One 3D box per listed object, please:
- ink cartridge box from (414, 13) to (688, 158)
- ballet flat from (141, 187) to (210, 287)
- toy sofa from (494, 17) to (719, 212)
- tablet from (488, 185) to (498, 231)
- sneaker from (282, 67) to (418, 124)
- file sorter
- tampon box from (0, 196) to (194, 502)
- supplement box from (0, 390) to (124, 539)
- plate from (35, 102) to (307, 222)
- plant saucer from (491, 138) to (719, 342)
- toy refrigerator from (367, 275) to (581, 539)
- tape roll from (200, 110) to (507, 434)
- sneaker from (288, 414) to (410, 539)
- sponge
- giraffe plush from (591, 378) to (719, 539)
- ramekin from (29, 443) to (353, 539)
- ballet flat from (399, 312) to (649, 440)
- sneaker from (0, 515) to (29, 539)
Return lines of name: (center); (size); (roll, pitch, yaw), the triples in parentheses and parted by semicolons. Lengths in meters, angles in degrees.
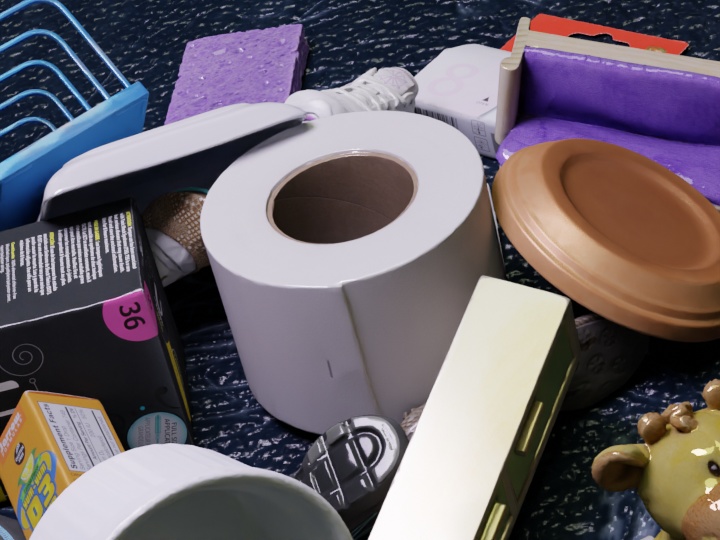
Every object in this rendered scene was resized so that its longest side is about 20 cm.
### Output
ink cartridge box: (0.151, -0.166, 1.721); (0.162, 0.057, 0.200); (18, 52, 36)
ballet flat: (-0.153, -0.010, 1.561); (0.065, 0.070, 0.200); (-56, 12, -24)
toy sofa: (0.203, -0.118, 1.567); (0.200, 0.083, 0.098); (11, 48, 8)
tablet: (0.044, 0.002, 1.566); (0.130, 0.014, 0.200); (-11, 38, 5)
sneaker: (-0.006, -0.125, 1.600); (0.075, 0.200, 0.100); (37, 93, 11)
file sorter: (-0.263, -0.098, 1.622); (0.139, 0.200, 0.123); (-33, 74, -24)
tampon box: (-0.233, 0.063, 1.469); (0.200, 0.150, 0.126); (-15, 35, 0)
supplement box: (-0.175, 0.166, 1.345); (0.069, 0.067, 0.200); (12, 29, -35)
plate: (-0.153, -0.075, 1.542); (0.199, 0.032, 0.200); (-20, -6, -16)
plant saucer: (0.188, -0.030, 1.449); (0.200, 0.037, 0.200); (19, 34, -13)
toy refrigerator: (0.077, 0.111, 1.306); (0.070, 0.076, 0.200); (15, 63, 20)
tape roll: (0.000, 0.000, 1.458); (0.202, 0.139, 0.203); (-9, 38, 7)
sneaker: (-0.043, 0.167, 1.340); (0.200, 0.079, 0.076); (-29, 60, 14)
sponge: (-0.109, -0.144, 1.798); (0.111, 0.030, 0.200); (-7, 38, 11)
giraffe plush: (0.219, 0.147, 1.189); (0.200, 0.162, 0.173); (23, 51, 39)
ramekin: (-0.106, 0.199, 1.213); (0.200, 0.201, 0.098); (-32, 28, -22)
ballet flat: (0.105, 0.080, 1.407); (0.200, 0.067, 0.046); (-29, 28, -11)
sneaker: (-0.289, 0.197, 1.394); (0.200, 0.073, 0.082); (7, 28, 16)
